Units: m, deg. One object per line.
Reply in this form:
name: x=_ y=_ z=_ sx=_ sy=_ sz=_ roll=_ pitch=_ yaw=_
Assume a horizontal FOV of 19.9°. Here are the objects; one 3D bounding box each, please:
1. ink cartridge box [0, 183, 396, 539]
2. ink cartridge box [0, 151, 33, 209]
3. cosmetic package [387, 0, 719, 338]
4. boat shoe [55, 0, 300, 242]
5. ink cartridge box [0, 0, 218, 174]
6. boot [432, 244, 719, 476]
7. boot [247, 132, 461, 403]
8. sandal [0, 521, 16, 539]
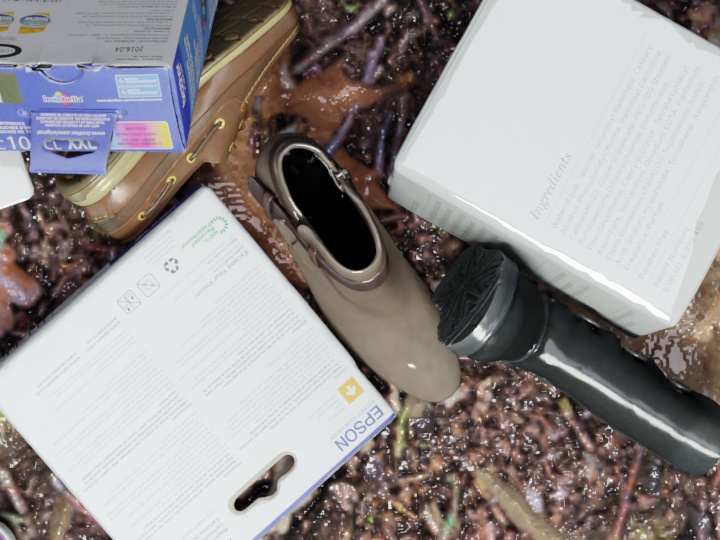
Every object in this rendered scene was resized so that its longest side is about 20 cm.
ink cartridge box: x=-0.112 y=0.082 z=1.344 sx=0.196 sy=0.043 sz=0.200 roll=-40 pitch=102 yaw=-4
ink cartridge box: x=-0.292 y=-0.120 z=1.350 sx=0.115 sy=0.067 sz=0.202 roll=-19 pitch=86 yaw=-3
cosmetic package: x=0.140 y=-0.078 z=1.305 sx=0.199 sy=0.167 sz=0.167 roll=29 pitch=86 yaw=1
boat shoe: x=-0.112 y=-0.103 z=1.359 sx=0.200 sy=0.072 sz=0.068 roll=-46 pitch=121 yaw=-11
ink cartridge box: x=-0.168 y=-0.146 z=1.292 sx=0.135 sy=0.077 sz=0.201 roll=1 pitch=46 yaw=8
boot: x=0.143 y=0.068 z=1.287 sx=0.199 sy=0.165 sz=0.066 roll=37 pitch=100 yaw=-8
boot: x=0.000 y=0.000 z=1.307 sx=0.070 sy=0.146 sz=0.200 roll=-40 pitch=88 yaw=-6
sandal: x=-0.323 y=0.197 z=1.333 sx=0.201 sy=0.050 sz=0.083 roll=-15 pitch=86 yaw=-2
